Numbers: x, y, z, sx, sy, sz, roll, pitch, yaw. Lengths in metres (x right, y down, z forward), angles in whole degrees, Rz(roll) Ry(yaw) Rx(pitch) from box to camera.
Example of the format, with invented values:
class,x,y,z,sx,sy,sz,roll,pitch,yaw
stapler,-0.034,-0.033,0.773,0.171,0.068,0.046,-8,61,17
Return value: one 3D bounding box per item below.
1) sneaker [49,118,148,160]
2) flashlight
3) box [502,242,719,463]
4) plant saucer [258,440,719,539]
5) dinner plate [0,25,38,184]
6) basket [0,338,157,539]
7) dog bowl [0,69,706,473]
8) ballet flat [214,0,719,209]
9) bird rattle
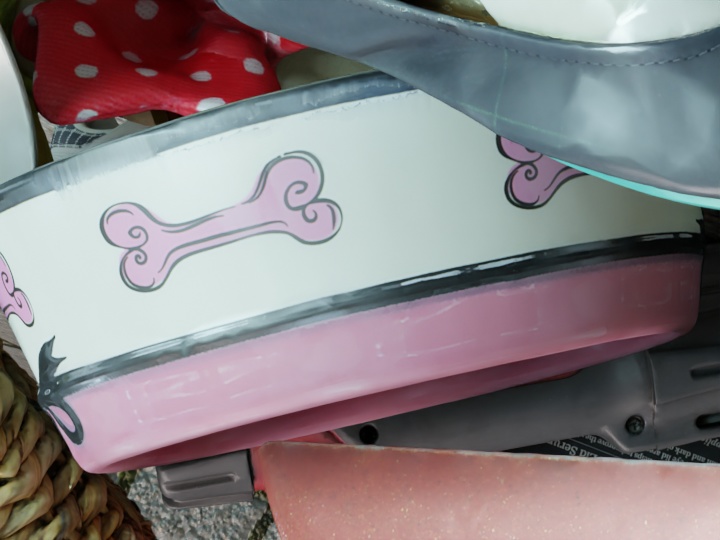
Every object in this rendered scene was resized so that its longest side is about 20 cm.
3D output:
class,x,y,z,sx,sy,sz,roll,pitch,yaw
sneaker,-0.023,-0.034,0.987,0.199,0.081,0.076,-7,163,28
flashlight,0.028,0.030,0.977,0.199,0.068,0.068,-11,131,-3
box,0.124,0.071,1.038,0.200,0.141,0.079,21,171,3
plant saucer,0.088,0.123,0.800,0.200,0.037,0.200,0,140,36
dinner plate,-0.159,-0.089,0.785,0.200,0.024,0.200,39,156,21
basket,-0.165,0.058,0.851,0.149,0.143,0.200,52,174,-39
dog bowl,0.000,0.000,0.782,0.200,0.074,0.200,-13,174,-1
ballet flat,0.034,-0.066,0.635,0.200,0.073,0.073,22,174,39
bird rattle,-0.046,-0.068,0.856,0.163,0.113,0.200,13,165,-35
